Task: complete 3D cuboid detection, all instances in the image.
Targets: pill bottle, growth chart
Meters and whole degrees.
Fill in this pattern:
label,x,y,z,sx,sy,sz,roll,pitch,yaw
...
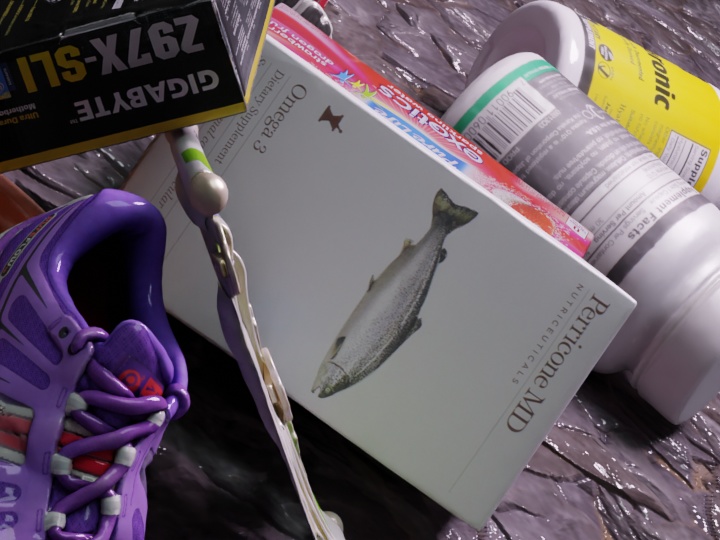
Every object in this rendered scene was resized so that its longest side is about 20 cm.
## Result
label,x,y,z,sx,sy,sz,roll,pitch,yaw
pill bottle,0.171,-0.085,1.361,0.199,0.112,0.112,23,25,-30
pill bottle,0.130,-0.017,1.160,0.200,0.113,0.113,43,23,16
growth chart,-0.034,0.038,0.762,0.145,0.018,0.201,-119,-171,-68

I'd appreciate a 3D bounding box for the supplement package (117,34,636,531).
label,x,y,z,sx,sy,sz,roll,pitch,yaw
supplement package,0.000,0.000,0.896,0.199,0.117,0.117,35,1,0

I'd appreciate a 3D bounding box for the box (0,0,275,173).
label,x,y,z,sx,sy,sz,roll,pitch,yaw
box,-0.113,-0.101,0.824,0.200,0.158,0.050,-84,160,-62

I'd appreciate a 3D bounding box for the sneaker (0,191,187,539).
label,x,y,z,sx,sy,sz,roll,pitch,yaw
sneaker,-0.094,0.058,0.659,0.080,0.083,0.201,25,48,-37

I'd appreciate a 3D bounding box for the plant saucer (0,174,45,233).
label,x,y,z,sx,sy,sz,roll,pitch,yaw
plant saucer,-0.181,0.001,0.777,0.199,0.038,0.201,30,22,-14

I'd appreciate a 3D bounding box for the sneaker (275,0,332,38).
label,x,y,z,sx,sy,sz,roll,pitch,yaw
sneaker,-0.097,-0.158,1.170,0.199,0.081,0.083,36,5,-11

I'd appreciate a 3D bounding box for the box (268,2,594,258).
label,x,y,z,sx,sy,sz,roll,pitch,yaw
box,0.002,-0.027,1.018,0.199,0.096,0.100,37,23,3

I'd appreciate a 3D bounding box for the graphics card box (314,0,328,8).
label,x,y,z,sx,sy,sz,roll,pitch,yaw
graphics card box,-0.088,-0.238,1.270,0.199,0.126,0.051,36,29,4
